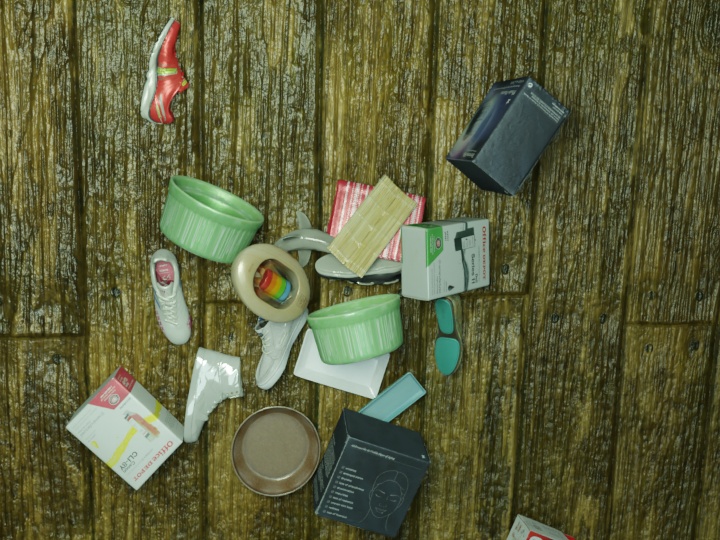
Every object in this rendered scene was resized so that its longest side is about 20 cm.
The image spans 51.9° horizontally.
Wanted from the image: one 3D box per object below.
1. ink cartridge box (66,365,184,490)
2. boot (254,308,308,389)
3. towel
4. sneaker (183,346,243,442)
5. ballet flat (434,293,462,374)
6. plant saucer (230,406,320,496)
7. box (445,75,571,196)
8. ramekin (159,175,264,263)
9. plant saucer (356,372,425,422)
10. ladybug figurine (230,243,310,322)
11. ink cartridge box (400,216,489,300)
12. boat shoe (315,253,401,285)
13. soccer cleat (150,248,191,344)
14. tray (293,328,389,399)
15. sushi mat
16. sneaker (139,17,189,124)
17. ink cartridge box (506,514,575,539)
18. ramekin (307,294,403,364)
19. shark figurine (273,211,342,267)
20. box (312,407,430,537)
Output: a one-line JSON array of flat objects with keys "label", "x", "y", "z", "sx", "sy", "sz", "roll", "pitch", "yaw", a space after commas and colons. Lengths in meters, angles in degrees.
[{"label": "ink cartridge box", "x": -0.483, "y": 0.328, "z": 1.540, "sx": 0.145, "sy": 0.083, "sz": 0.200, "roll": -44, "pitch": 103, "yaw": 0}, {"label": "boot", "x": -0.191, "y": 0.143, "z": 1.551, "sx": 0.095, "sy": 0.073, "sz": 0.204, "roll": 28, "pitch": 85, "yaw": -42}, {"label": "towel", "x": 0.031, "y": -0.102, "z": 1.560, "sx": 0.194, "sy": 0.022, "sz": 0.149, "roll": 11, "pitch": 87, "yaw": 1}, {"label": "sneaker", "x": -0.307, "y": 0.274, "z": 1.567, "sx": 0.112, "sy": 0.074, "sz": 0.206, "roll": 11, "pitch": 96, "yaw": -8}, {"label": "ballet flat", "x": 0.198, "y": 0.133, "z": 1.631, "sx": 0.069, "sy": 0.071, "sz": 0.205, "roll": -10, "pitch": 116, "yaw": -8}, {"label": "plant saucer", "x": -0.186, "y": 0.391, "z": 1.625, "sx": 0.194, "sy": 0.037, "sz": 0.207, "roll": -2, "pitch": 100, "yaw": -9}, {"label": "box", "x": 0.293, "y": -0.274, "z": 1.514, "sx": 0.122, "sy": 0.200, "sz": 0.201, "roll": 33, "pitch": 93, "yaw": -13}, {"label": "ramekin", "x": -0.296, "y": -0.097, "z": 1.450, "sx": 0.196, "sy": 0.200, "sz": 0.100, "roll": 24, "pitch": 103, "yaw": -12}, {"label": "plant saucer", "x": 0.049, "y": 0.304, "z": 1.643, "sx": 0.198, "sy": 0.019, "sz": 0.070, "roll": -38, "pitch": 114, "yaw": 7}, {"label": "ladybug figurine", "x": -0.179, "y": 0.026, "z": 1.452, "sx": 0.199, "sy": 0.071, "sz": 0.138, "roll": 40, "pitch": 69, "yaw": -38}, {"label": "ink cartridge box", "x": 0.180, "y": -0.029, "z": 1.549, "sx": 0.197, "sy": 0.082, "sz": 0.151, "roll": -12, "pitch": 103, "yaw": -40}, {"label": "boat shoe", "x": 0.000, "y": 0.000, "z": 1.577, "sx": 0.194, "sy": 0.075, "sz": 0.061, "roll": -7, "pitch": 137, "yaw": -12}, {"label": "soccer cleat", "x": -0.393, "y": 0.060, "z": 1.510, "sx": 0.068, "sy": 0.086, "sz": 0.206, "roll": -11, "pitch": 101, "yaw": -7}, {"label": "tray", "x": -0.041, "y": 0.204, "z": 1.626, "sx": 0.195, "sy": 0.022, "sz": 0.110, "roll": 18, "pitch": 96, "yaw": -12}, {"label": "sushi mat", "x": 0.025, "y": -0.091, "z": 1.523, "sx": 0.095, "sy": 0.012, "sz": 0.201, "roll": 40, "pitch": 81, "yaw": -12}, {"label": "sneaker", "x": -0.375, "y": -0.389, "z": 1.455, "sx": 0.083, "sy": 0.077, "sz": 0.205, "roll": 13, "pitch": 107, "yaw": -16}, {"label": "ink cartridge box", "x": 0.418, "y": 0.713, "z": 1.754, "sx": 0.172, "sy": 0.084, "sz": 0.205, "roll": 22, "pitch": 94, "yaw": -13}, {"label": "ramekin", "x": -0.005, "y": 0.121, "z": 1.514, "sx": 0.194, "sy": 0.200, "sz": 0.101, "roll": -13, "pitch": 94, "yaw": -7}, {"label": "shark figurine", "x": -0.157, "y": -0.040, "z": 1.528, "sx": 0.212, "sy": 0.089, "sz": 0.130, "roll": -33, "pitch": 79, "yaw": 10}, {"label": "box", "x": 0.020, "y": 0.439, "z": 1.607, "sx": 0.195, "sy": 0.124, "sz": 0.201, "roll": 20, "pitch": 107, "yaw": -13}]
